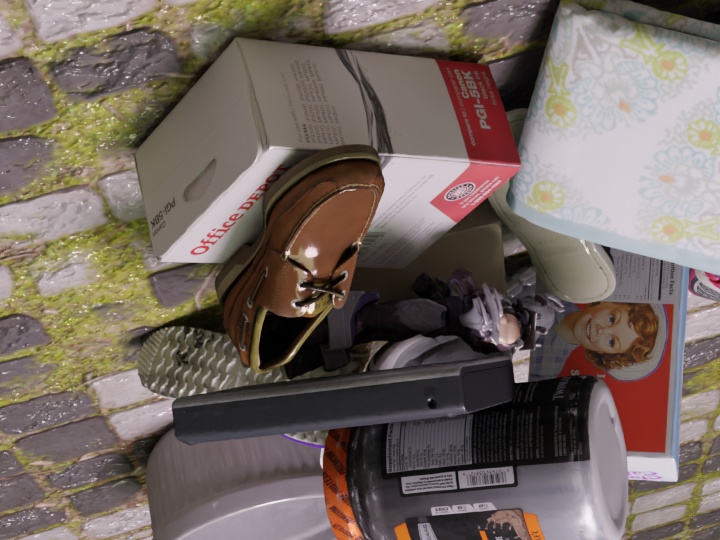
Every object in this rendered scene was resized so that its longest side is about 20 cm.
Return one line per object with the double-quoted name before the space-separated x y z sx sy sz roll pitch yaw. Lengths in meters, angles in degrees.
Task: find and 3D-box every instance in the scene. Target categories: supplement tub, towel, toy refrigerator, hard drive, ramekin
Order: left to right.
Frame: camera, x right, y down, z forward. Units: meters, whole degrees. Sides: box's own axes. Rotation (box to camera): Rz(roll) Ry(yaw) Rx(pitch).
"ramekin" -0.099 0.193 1.771 0.199 0.106 0.200 -14 156 -6
"hard drive" -0.009 0.086 1.321 0.198 0.033 0.139 -8 178 18
"toy refrigerator" 0.000 0.000 1.429 0.198 0.070 0.076 -13 124 -8
"supplement tub" 0.081 0.143 1.398 0.198 0.124 0.122 -7 161 19
"towel" 0.206 -0.085 1.285 0.198 0.048 0.172 14 129 1

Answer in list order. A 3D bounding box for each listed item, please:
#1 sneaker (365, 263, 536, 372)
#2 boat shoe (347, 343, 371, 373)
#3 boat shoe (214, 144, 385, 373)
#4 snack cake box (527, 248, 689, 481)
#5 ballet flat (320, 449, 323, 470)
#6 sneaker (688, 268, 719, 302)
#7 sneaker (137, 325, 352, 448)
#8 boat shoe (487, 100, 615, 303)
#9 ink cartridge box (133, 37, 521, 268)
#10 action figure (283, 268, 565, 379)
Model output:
"sneaker" 0.112 0.079 1.600 0.199 0.116 0.075 -29 165 -12
"boat shoe" -0.018 0.050 1.554 0.073 0.067 0.200 -14 157 -7
"boat shoe" -0.029 -0.003 1.210 0.071 0.068 0.200 -4 154 -23
"snack cake box" 0.188 0.053 1.497 0.114 0.202 0.067 2 160 13
"ballet flat" 0.002 0.141 1.576 0.068 0.068 0.200 -43 179 -8
"sneaker" 0.367 -0.011 1.678 0.198 0.081 0.075 0 170 -20
"sneaker" -0.067 0.092 1.538 0.199 0.070 0.099 16 171 24
"boat shoe" 0.139 -0.061 1.406 0.074 0.066 0.200 -11 138 24
"ink cartridge box" -0.023 -0.070 1.260 0.199 0.083 0.147 2 152 -37
"action figure" 0.045 0.030 1.341 0.198 0.070 0.130 -3 172 -13
